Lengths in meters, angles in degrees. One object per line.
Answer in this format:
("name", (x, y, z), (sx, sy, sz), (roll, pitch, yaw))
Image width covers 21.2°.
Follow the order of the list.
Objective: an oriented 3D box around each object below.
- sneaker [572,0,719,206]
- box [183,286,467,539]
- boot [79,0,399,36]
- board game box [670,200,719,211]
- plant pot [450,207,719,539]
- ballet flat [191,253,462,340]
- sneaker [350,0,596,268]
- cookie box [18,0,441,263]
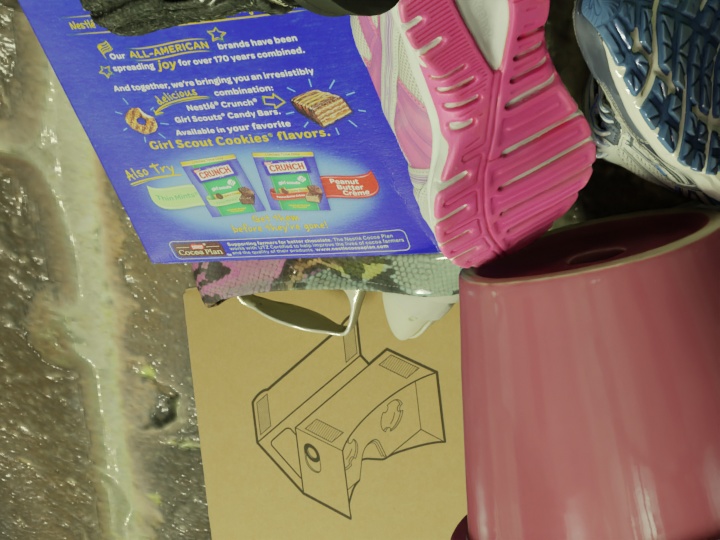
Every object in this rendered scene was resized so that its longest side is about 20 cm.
("sneaker", (0.130, -0.073, 0.857), (0.085, 0.077, 0.200), (8, 164, 34))
("box", (-0.002, 0.079, 1.062), (0.200, 0.021, 0.164), (-8, 86, 28))
("boot", (-0.038, -0.196, 0.777), (0.158, 0.211, 0.079), (7, 167, 47))
("board game box", (0.215, 0.042, 1.012), (0.200, 0.026, 0.200), (-18, 125, 35))
("plant pot", (0.128, 0.072, 0.910), (0.200, 0.200, 0.179), (-9, 100, 29))
("ballet flat", (0.000, 0.000, 1.015), (0.200, 0.069, 0.071), (1, 107, 25))
("sneaker", (0.045, -0.089, 0.840), (0.081, 0.088, 0.200), (-22, 133, -12))
("cookie box", (-0.052, -0.101, 0.933), (0.171, 0.075, 0.200), (-2, 133, 23))
